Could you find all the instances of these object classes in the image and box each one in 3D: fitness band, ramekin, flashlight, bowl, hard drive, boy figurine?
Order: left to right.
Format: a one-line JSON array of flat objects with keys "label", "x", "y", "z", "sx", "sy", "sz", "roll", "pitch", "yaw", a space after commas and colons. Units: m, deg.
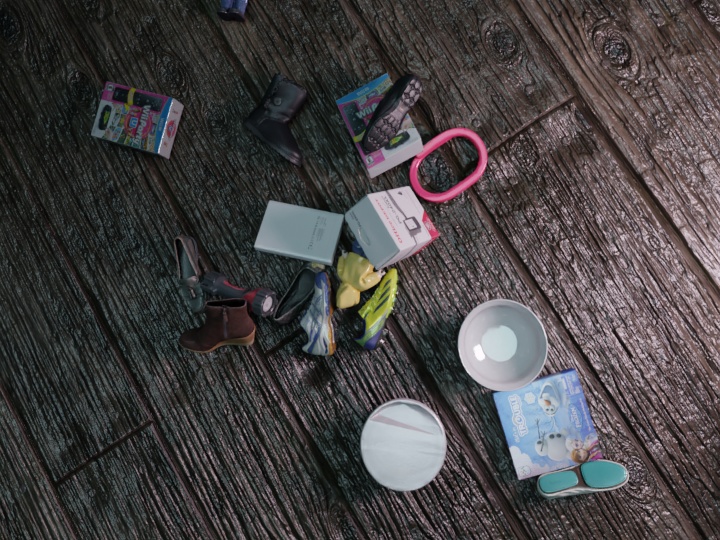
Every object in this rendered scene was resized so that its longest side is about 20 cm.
[{"label": "boy figurine", "x": -0.316, "y": -0.754, "z": 1.485, "sx": 0.122, "sy": 0.064, "sz": 0.204, "roll": 10, "pitch": 91, "yaw": 12}, {"label": "flashlight", "x": -0.298, "y": 0.052, "z": 1.410, "sx": 0.198, "sy": 0.068, "sz": 0.069, "roll": 21, "pitch": 81, "yaw": 28}, {"label": "hard drive", "x": -0.149, "y": -0.094, "z": 1.415, "sx": 0.196, "sy": 0.027, "sz": 0.134, "roll": 12, "pitch": 69, "yaw": 9}, {"label": "boy figurine", "x": 0.000, "y": 0.000, "z": 1.377, "sx": 0.123, "sy": 0.064, "sz": 0.203, "roll": 20, "pitch": 92, "yaw": 22}, {"label": "ramekin", "x": 0.101, "y": 0.395, "z": 1.329, "sx": 0.198, "sy": 0.094, "sz": 0.207, "roll": -1, "pitch": 87, "yaw": 9}, {"label": "fitness band", "x": 0.211, "y": -0.253, "z": 1.388, "sx": 0.198, "sy": 0.037, "sz": 0.145, "roll": -34, "pitch": 85, "yaw": 6}, {"label": "bowl", "x": 0.320, "y": 0.169, "z": 1.314, "sx": 0.197, "sy": 0.090, "sz": 0.205, "roll": -1, "pitch": 86, "yaw": 8}]

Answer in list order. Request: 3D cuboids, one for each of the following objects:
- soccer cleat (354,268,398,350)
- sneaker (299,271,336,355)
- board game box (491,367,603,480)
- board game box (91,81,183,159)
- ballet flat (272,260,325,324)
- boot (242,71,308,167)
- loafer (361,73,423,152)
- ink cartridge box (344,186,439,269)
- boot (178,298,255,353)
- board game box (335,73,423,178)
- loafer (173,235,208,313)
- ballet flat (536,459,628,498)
[{"label": "soccer cleat", "x": 0.039, "y": 0.089, "z": 1.373, "sx": 0.082, "sy": 0.065, "sz": 0.204, "roll": 16, "pitch": 90, "yaw": 7}, {"label": "sneaker", "x": -0.110, "y": 0.106, "z": 1.386, "sx": 0.086, "sy": 0.075, "sz": 0.204, "roll": -2, "pitch": 91, "yaw": 12}, {"label": "board game box", "x": 0.424, "y": 0.350, "z": 1.310, "sx": 0.196, "sy": 0.043, "sz": 0.203, "roll": -18, "pitch": 84, "yaw": 8}, {"label": "board game box", "x": -0.580, "y": -0.391, "z": 1.492, "sx": 0.197, "sy": 0.064, "sz": 0.150, "roll": 16, "pitch": 89, "yaw": 8}, {"label": "ballet flat", "x": -0.147, "y": 0.048, "z": 1.408, "sx": 0.066, "sy": 0.057, "sz": 0.202, "roll": 32, "pitch": 91, "yaw": 8}, {"label": "boot", "x": -0.182, "y": -0.380, "z": 1.431, "sx": 0.199, "sy": 0.076, "sz": 0.169, "roll": 40, "pitch": 96, "yaw": 15}, {"label": "loafer", "x": 0.067, "y": -0.364, "z": 1.324, "sx": 0.068, "sy": 0.070, "sz": 0.202, "roll": 34, "pitch": 93, "yaw": -36}, {"label": "ink cartridge box", "x": 0.075, "y": -0.102, "z": 1.308, "sx": 0.083, "sy": 0.199, "sz": 0.147, "roll": -36, "pitch": 82, "yaw": 34}, {"label": "boot", "x": -0.356, "y": 0.124, "z": 1.380, "sx": 0.196, "sy": 0.168, "sz": 0.073, "roll": -3, "pitch": 49, "yaw": -1}, {"label": "board game box", "x": 0.045, "y": -0.350, "z": 1.387, "sx": 0.146, "sy": 0.064, "sz": 0.202, "roll": -26, "pitch": 71, "yaw": 6}, {"label": "loafer", "x": -0.438, "y": 0.009, "z": 1.451, "sx": 0.071, "sy": 0.063, "sz": 0.204, "roll": -15, "pitch": 84, "yaw": 7}, {"label": "ballet flat", "x": 0.494, "y": 0.472, "z": 1.284, "sx": 0.196, "sy": 0.069, "sz": 0.071, "roll": -14, "pitch": 84, "yaw": 9}]
